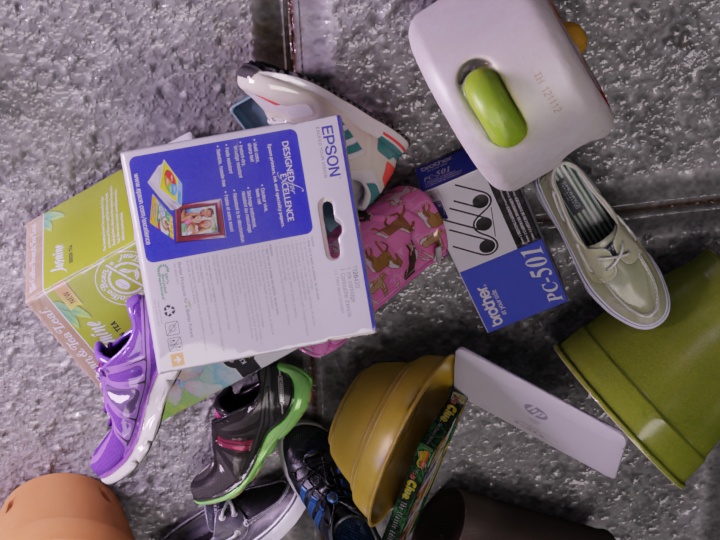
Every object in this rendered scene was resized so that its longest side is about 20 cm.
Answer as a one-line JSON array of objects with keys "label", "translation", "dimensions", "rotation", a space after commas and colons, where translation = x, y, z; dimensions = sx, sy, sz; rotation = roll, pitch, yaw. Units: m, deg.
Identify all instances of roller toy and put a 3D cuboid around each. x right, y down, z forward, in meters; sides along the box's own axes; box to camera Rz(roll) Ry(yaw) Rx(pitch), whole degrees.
[{"label": "roller toy", "translation": [0.141, -0.181, 1.551], "dimensions": [0.139, 0.201, 0.182], "rotation": [-30, 147, 11]}]

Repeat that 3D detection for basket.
[{"label": "basket", "translation": [0.165, 0.339, 1.973], "dimensions": [0.199, 0.136, 0.181], "rotation": [27, 111, -22]}]

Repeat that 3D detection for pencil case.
[{"label": "pencil case", "translation": [0.000, 0.000, 1.637], "dimensions": [0.200, 0.086, 0.084], "rotation": [-38, 123, -33]}]

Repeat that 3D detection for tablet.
[{"label": "tablet", "translation": [0.186, 0.151, 1.807], "dimensions": [0.198, 0.014, 0.130], "rotation": [27, 159, 14]}]

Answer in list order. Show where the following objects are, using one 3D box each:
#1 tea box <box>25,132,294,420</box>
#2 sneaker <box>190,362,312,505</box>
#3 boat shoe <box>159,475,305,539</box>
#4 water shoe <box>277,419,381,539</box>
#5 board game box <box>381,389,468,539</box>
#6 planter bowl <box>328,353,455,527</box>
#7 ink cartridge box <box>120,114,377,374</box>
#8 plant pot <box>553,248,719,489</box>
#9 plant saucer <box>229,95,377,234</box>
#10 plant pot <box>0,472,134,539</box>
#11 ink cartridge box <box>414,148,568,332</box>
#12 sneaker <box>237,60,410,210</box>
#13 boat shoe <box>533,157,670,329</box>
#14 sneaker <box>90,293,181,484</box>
[{"label": "tea box", "translation": [-0.190, 0.014, 1.661], "dimensions": [0.195, 0.134, 0.201], "rotation": [-28, 126, 11]}, {"label": "sneaker", "translation": [-0.128, 0.167, 1.836], "dimensions": [0.083, 0.077, 0.201], "rotation": [32, 113, -10]}, {"label": "boat shoe", "translation": [-0.145, 0.278, 1.909], "dimensions": [0.199, 0.072, 0.068], "rotation": [-33, 124, 20]}, {"label": "water shoe", "translation": [-0.021, 0.248, 1.842], "dimensions": [0.071, 0.079, 0.202], "rotation": [-28, 89, -12]}, {"label": "board game box", "translation": [0.064, 0.233, 1.883], "dimensions": [0.023, 0.105, 0.201], "rotation": [25, 129, 8]}, {"label": "planter bowl", "translation": [0.021, 0.161, 1.812], "dimensions": [0.083, 0.200, 0.202], "rotation": [25, 125, 13]}, {"label": "ink cartridge box", "translation": [-0.099, -0.024, 1.527], "dimensions": [0.197, 0.047, 0.200], "rotation": [-10, 95, -9]}, {"label": "plant pot", "translation": [0.339, 0.088, 1.794], "dimensions": [0.193, 0.201, 0.200], "rotation": [-43, 123, 7]}, {"label": "plant saucer", "translation": [-0.048, -0.106, 1.673], "dimensions": [0.069, 0.019, 0.201], "rotation": [-28, 125, 11]}, {"label": "plant pot", "translation": [-0.321, 0.316, 1.856], "dimensions": [0.197, 0.141, 0.202], "rotation": [-5, 126, -6]}, {"label": "ink cartridge box", "translation": [0.135, -0.035, 1.742], "dimensions": [0.093, 0.044, 0.201], "rotation": [-22, 127, 8]}, {"label": "sneaker", "translation": [-0.043, -0.120, 1.598], "dimensions": [0.199, 0.070, 0.094], "rotation": [26, 89, -40]}, {"label": "boat shoe", "translation": [0.237, -0.024, 1.701], "dimensions": [0.072, 0.062, 0.201], "rotation": [-38, 93, 1]}, {"label": "sneaker", "translation": [-0.217, 0.105, 1.607], "dimensions": [0.083, 0.081, 0.202], "rotation": [19, 112, -8]}]
